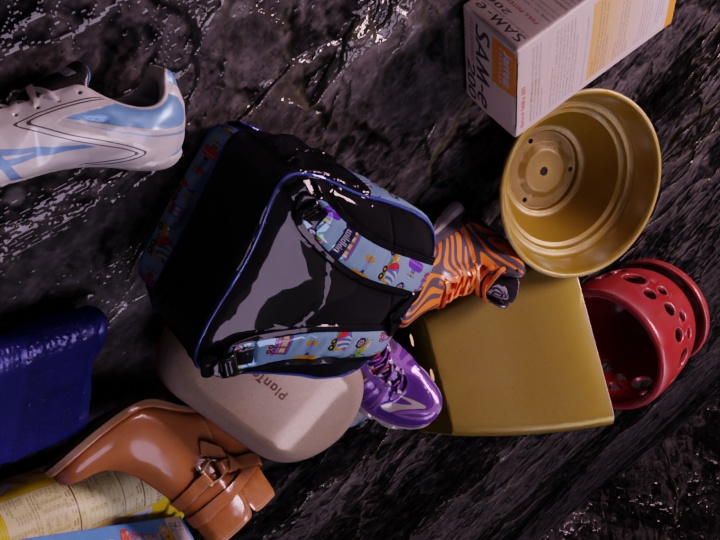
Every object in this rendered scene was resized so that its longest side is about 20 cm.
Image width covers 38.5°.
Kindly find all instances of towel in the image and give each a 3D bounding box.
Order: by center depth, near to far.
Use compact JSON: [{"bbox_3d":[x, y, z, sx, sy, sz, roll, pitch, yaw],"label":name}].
[{"bbox_3d":[-0.297,0.101,0.788,0.199,0.050,0.148,-19,143,-42],"label":"towel"}]

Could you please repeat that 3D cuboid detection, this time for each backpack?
[{"bbox_3d":[-0.045,-0.007,0.813,0.199,0.134,0.183,13,111,-46],"label":"backpack"}]

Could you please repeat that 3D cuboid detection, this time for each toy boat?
[{"bbox_3d":[-0.093,0.083,0.958,0.200,0.131,0.131,41,94,-22],"label":"toy boat"}]

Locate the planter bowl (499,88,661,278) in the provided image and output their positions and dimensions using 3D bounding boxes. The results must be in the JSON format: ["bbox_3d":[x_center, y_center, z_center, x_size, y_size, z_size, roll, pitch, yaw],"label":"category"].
[{"bbox_3d":[0.215,-0.099,1.102,0.199,0.083,0.201,-7,109,-22],"label":"planter bowl"}]

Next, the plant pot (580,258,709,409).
[{"bbox_3d":[0.422,0.086,1.591,0.182,0.200,0.201,-31,153,-39],"label":"plant pot"}]

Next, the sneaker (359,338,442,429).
[{"bbox_3d":[0.011,0.091,1.030,0.081,0.200,0.083,-53,-159,-15],"label":"sneaker"}]

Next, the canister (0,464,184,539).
[{"bbox_3d":[-0.273,0.235,0.977,0.199,0.087,0.149,-15,145,-41],"label":"canister"}]

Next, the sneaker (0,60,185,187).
[{"bbox_3d":[-0.200,-0.088,0.623,0.199,0.072,0.073,-13,108,-35],"label":"sneaker"}]

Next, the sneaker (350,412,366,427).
[{"bbox_3d":[-0.002,0.133,1.179,0.081,0.077,0.200,-34,162,-23],"label":"sneaker"}]

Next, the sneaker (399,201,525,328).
[{"bbox_3d":[0.105,0.007,1.047,0.200,0.112,0.078,-51,168,-45],"label":"sneaker"}]

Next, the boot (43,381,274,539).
[{"bbox_3d":[-0.171,0.185,0.931,0.200,0.155,0.074,-29,-177,-41],"label":"boot"}]

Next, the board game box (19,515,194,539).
[{"bbox_3d":[-0.275,0.314,0.943,0.196,0.056,0.200,-46,153,19],"label":"board game box"}]

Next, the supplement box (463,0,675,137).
[{"bbox_3d":[0.189,-0.229,0.920,0.200,0.074,0.126,-36,154,-12],"label":"supplement box"}]

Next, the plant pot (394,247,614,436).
[{"bbox_3d":[0.148,0.102,1.194,0.176,0.201,0.200,-14,177,-15],"label":"plant pot"}]
